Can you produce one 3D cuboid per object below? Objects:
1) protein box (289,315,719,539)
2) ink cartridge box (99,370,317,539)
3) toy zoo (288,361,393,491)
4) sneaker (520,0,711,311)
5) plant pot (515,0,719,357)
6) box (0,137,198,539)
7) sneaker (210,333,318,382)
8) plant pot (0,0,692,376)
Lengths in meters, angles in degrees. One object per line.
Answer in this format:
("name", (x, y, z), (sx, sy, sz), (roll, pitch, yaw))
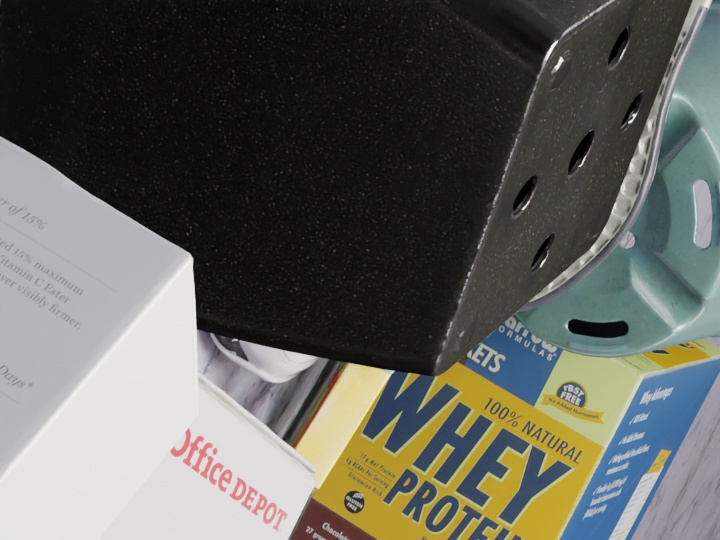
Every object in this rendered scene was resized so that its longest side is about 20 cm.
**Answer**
("protein box", (0.083, 0.106, 1.542), (0.201, 0.135, 0.198), (-64, 162, 12))
("ink cartridge box", (-0.114, 0.133, 1.049), (0.201, 0.083, 0.145), (-63, 152, -11))
("toy zoo", (0.001, 0.048, 1.313), (0.132, 0.020, 0.200), (-58, 180, -8))
("sneaker", (0.094, -0.083, 1.282), (0.203, 0.077, 0.146), (-63, -166, 5))
("plant pot", (0.160, -0.046, 1.434), (0.196, 0.200, 0.201), (-17, 134, -59))
("box", (-0.154, 0.059, 0.817), (0.200, 0.124, 0.098), (-50, 161, -28))
("sneaker", (0.000, 0.000, 1.172), (0.075, 0.115, 0.200), (-48, 159, -32))
("plant pot", (0.002, -0.081, 0.947), (0.200, 0.177, 0.200), (-35, 149, -52))
